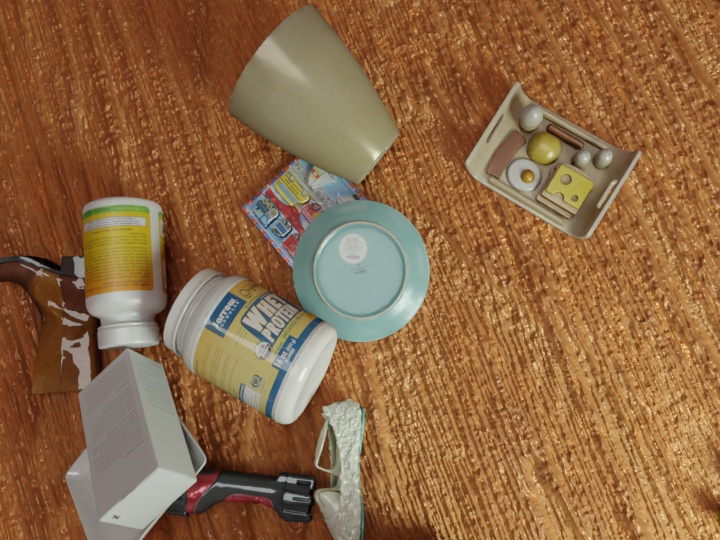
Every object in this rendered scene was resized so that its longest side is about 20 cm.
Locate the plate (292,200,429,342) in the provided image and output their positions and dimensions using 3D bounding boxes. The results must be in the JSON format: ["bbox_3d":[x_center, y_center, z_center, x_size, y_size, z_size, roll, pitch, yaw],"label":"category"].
[{"bbox_3d":[0.000,0.000,0.863,0.196,0.026,0.204,0,89,2],"label":"plate"}]

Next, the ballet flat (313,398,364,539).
[{"bbox_3d":[-0.032,0.274,0.814,0.070,0.072,0.204,-1,74,7],"label":"ballet flat"}]

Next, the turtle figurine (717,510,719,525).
[{"bbox_3d":[0.538,0.306,0.745,0.160,0.064,0.203,26,94,18],"label":"turtle figurine"}]

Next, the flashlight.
[{"bbox_3d":[-0.162,0.308,0.832,0.196,0.068,0.069,7,55,4],"label":"flashlight"}]

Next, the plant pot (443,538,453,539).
[{"bbox_3d":[0.053,0.438,0.723,0.197,0.182,0.202,-14,78,5],"label":"plant pot"}]

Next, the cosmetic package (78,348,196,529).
[{"bbox_3d":[-0.293,0.213,0.793,0.101,0.071,0.201,-40,48,7],"label":"cosmetic package"}]

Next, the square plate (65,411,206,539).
[{"bbox_3d":[-0.306,0.272,0.833,0.199,0.028,0.200,-50,48,-2],"label":"square plate"}]

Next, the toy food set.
[{"bbox_3d":[0.266,-0.155,0.851,0.198,0.060,0.145,33,86,11],"label":"toy food set"}]

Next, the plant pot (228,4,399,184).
[{"bbox_3d":[-0.049,-0.222,0.852,0.200,0.187,0.188,41,88,-2],"label":"plant pot"}]

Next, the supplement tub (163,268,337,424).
[{"bbox_3d":[-0.145,0.097,0.819,0.198,0.145,0.146,27,85,10],"label":"supplement tub"}]

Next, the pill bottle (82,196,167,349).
[{"bbox_3d":[-0.335,0.007,0.872,0.109,0.111,0.204,-7,80,6],"label":"pill bottle"}]

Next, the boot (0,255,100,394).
[{"bbox_3d":[-0.474,0.081,0.916,0.185,0.068,0.204,1,89,-1],"label":"boot"}]

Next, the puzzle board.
[{"bbox_3d":[-0.060,-0.070,0.900,0.150,0.017,0.200,-42,80,-1],"label":"puzzle board"}]
